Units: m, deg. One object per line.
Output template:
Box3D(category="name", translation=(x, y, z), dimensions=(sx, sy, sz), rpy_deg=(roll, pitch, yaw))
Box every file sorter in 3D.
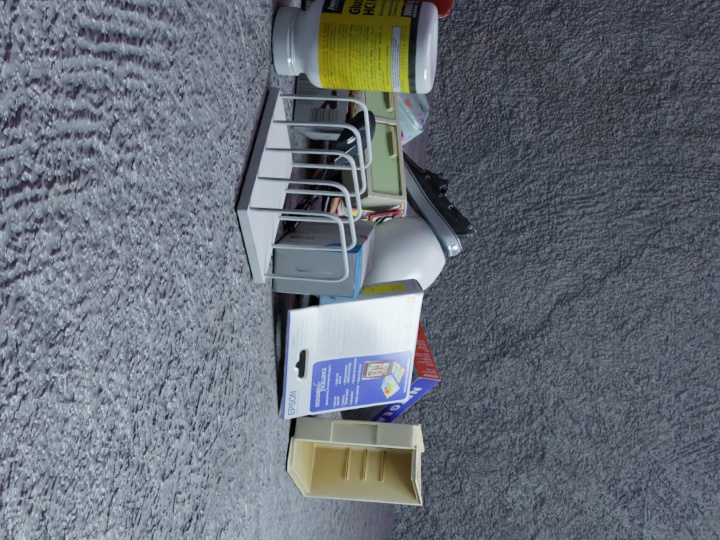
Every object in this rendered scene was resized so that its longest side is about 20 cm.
Box3D(category="file sorter", translation=(-0.063, -0.101, 1.281), dimensions=(0.139, 0.123, 0.201), rpy_deg=(83, 14, -52))

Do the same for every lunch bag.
Box3D(category="lunch bag", translation=(0.034, -0.311, 1.769), dimensions=(0.200, 0.077, 0.161), rpy_deg=(53, 25, -15))

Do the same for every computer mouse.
Box3D(category="computer mouse", translation=(-0.037, -0.134, 1.445), dimensions=(0.201, 0.034, 0.059), rpy_deg=(-56, 172, 4))

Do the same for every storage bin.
Box3D(category="storage bin", translation=(-0.001, 0.301, 1.660), dimensions=(0.199, 0.198, 0.094), rpy_deg=(76, 19, -66))

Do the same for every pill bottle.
Box3D(category="pill bottle", translation=(-0.005, -0.284, 1.317), dimensions=(0.112, 0.198, 0.114), rpy_deg=(4, 90, -83))

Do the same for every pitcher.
Box3D(category="pitcher", translation=(0.036, 0.021, 1.582), dimensions=(0.172, 0.199, 0.121), rpy_deg=(59, -6, 23))

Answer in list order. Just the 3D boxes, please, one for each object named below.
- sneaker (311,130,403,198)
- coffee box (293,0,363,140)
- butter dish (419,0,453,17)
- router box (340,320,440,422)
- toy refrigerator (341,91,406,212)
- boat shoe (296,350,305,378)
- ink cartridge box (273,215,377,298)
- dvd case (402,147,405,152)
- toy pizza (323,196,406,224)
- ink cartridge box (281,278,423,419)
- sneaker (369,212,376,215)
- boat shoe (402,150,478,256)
Box3D(category="sneaker", translation=(-0.023, -0.186, 1.659), dimensions=(0.200, 0.087, 0.074), rpy_deg=(-37, 161, -37))
Box3D(category="coffee box", translation=(-0.040, -0.293, 1.495), dimensions=(0.113, 0.079, 0.202), rpy_deg=(9, 85, -80))
Box3D(category="butter dish", translation=(0.050, -0.433, 1.687), dimensions=(0.148, 0.198, 0.201), rpy_deg=(96, 3, -50))
Box3D(category="router box", translation=(0.031, 0.154, 1.739), dimensions=(0.200, 0.049, 0.180), rpy_deg=(-46, -132, 35))
Box3D(category="toy refrigerator", translation=(0.017, -0.197, 1.581), dimensions=(0.070, 0.075, 0.202), rpy_deg=(-21, -111, 52))
Box3D(category="boat shoe", translation=(-0.047, 0.134, 1.624), dimensions=(0.202, 0.072, 0.061), rpy_deg=(-45, 155, -51))
Box3D(category="ink cartridge box", translation=(-0.045, -0.023, 1.478), dimensions=(0.200, 0.114, 0.068), rpy_deg=(-58, 152, -72))
Box3D(category="dvd case", translation=(0.036, -0.216, 1.779), dimensions=(0.201, 0.017, 0.142), rpy_deg=(63, 23, 6))
Box3D(category="toy pizza", translation=(0.015, -0.096, 1.785), dimensions=(0.199, 0.032, 0.202), rpy_deg=(-17, 115, -41))
Box3D(category="ink cartridge box", translation=(-0.017, 0.113, 1.491), dimensions=(0.047, 0.198, 0.199), rpy_deg=(-117, -153, -52))
Box3D(category="sneaker", translation=(-0.015, -0.173, 1.808), dimensions=(0.075, 0.081, 0.201), rpy_deg=(-43, 131, -25))
Box3D(category="boat shoe", translation=(0.112, -0.116, 1.602), dimensions=(0.201, 0.066, 0.070), rpy_deg=(57, -7, 25))
